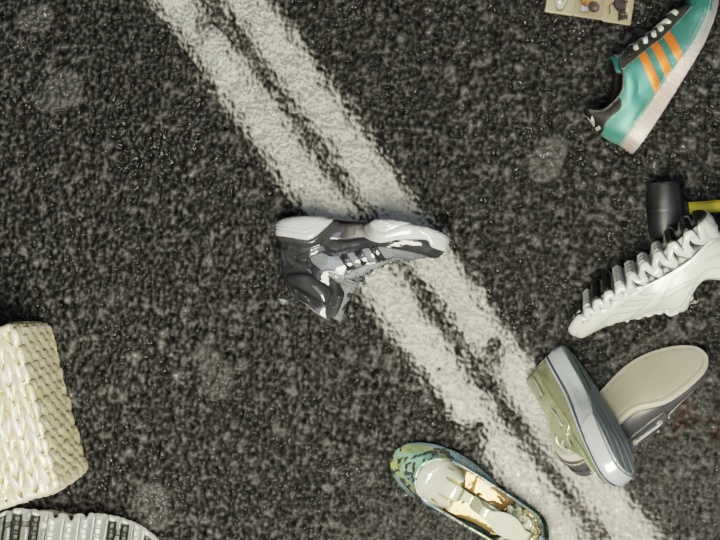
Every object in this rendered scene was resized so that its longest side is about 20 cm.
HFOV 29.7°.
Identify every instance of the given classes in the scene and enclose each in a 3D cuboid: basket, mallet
[{"bbox_3d":[-0.408,0.167,1.484,0.159,0.200,0.201,-16,88,-2],"label":"basket"},{"bbox_3d":[0.414,-0.083,1.512,0.197,0.041,0.067,-12,91,-1],"label":"mallet"}]

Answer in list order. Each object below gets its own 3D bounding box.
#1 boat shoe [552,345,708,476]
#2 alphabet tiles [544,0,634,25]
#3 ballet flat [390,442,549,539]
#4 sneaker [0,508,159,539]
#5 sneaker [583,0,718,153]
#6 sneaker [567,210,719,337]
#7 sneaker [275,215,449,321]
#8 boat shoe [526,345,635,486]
[{"bbox_3d":[0.305,0.157,1.511,0.199,0.073,0.063,-35,130,-3],"label":"boat shoe"},{"bbox_3d":[0.269,-0.383,1.521,0.164,0.006,0.203,8,92,-1],"label":"alphabet tiles"},{"bbox_3d":[0.123,0.253,1.506,0.198,0.074,0.075,27,91,4],"label":"ballet flat"},{"bbox_3d":[-0.320,0.303,1.536,0.198,0.081,0.076,16,85,-16],"label":"sneaker"},{"bbox_3d":[0.321,-0.235,1.502,0.079,0.071,0.201,31,92,0],"label":"sneaker"},{"bbox_3d":[0.314,0.022,1.474,0.199,0.075,0.081,-36,101,23],"label":"sneaker"},{"bbox_3d":[0.000,0.000,1.519,0.197,0.075,0.116,3,90,10],"label":"sneaker"},{"bbox_3d":[0.236,0.165,1.458,0.062,0.201,0.072,-42,123,17],"label":"boat shoe"}]
